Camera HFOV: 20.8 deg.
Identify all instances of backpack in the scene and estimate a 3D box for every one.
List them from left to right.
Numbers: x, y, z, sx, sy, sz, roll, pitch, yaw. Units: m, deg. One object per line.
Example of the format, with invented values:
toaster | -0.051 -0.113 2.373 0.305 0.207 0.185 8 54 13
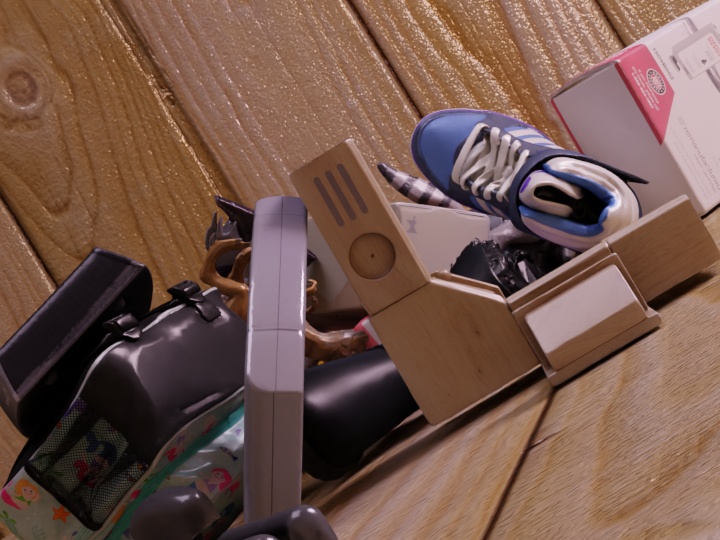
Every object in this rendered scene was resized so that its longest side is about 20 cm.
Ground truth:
backpack | -0.148 0.126 1.328 0.200 0.151 0.178 -43 -4 34

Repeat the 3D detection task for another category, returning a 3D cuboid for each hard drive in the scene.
hard drive | -0.200 0.050 1.348 0.135 0.042 0.200 -48 -3 -12

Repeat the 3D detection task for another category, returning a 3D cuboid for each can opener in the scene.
can opener | -0.079 0.141 1.019 0.053 0.067 0.200 -33 1 -28

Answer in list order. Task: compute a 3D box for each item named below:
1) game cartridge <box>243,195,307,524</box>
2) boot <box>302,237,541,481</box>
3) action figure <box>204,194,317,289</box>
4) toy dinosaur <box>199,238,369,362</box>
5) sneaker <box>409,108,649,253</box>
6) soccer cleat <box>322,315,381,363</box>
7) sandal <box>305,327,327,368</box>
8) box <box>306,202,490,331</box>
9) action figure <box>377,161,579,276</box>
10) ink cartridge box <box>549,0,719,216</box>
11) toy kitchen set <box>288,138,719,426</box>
game cartridge | -0.050 0.048 1.164 0.041 0.133 0.200 -2 34 1
boot | 0.036 0.051 1.298 0.168 0.076 0.200 -41 -9 19
action figure | -0.115 0.051 1.481 0.130 0.069 0.200 38 103 55
toy dinosaur | -0.095 0.033 1.394 0.200 0.106 0.060 1 -6 4
sneaker | 0.121 -0.074 1.484 0.081 0.200 0.146 -62 -11 1
soccer cleat | -0.008 0.084 1.503 0.067 0.077 0.200 -32 1 -25
sandal | -0.087 0.112 1.497 0.203 0.050 0.082 -55 -2 -32
box | 0.000 0.000 1.496 0.095 0.078 0.200 7 -9 -36
action figure | 0.102 -0.029 1.599 0.193 0.105 0.200 8 -7 0
ink cartridge box | 0.268 -0.129 1.630 0.083 0.147 0.200 -29 2 44
toy kitchen set | 0.086 -0.028 1.156 0.200 0.181 0.163 -30 2 4
